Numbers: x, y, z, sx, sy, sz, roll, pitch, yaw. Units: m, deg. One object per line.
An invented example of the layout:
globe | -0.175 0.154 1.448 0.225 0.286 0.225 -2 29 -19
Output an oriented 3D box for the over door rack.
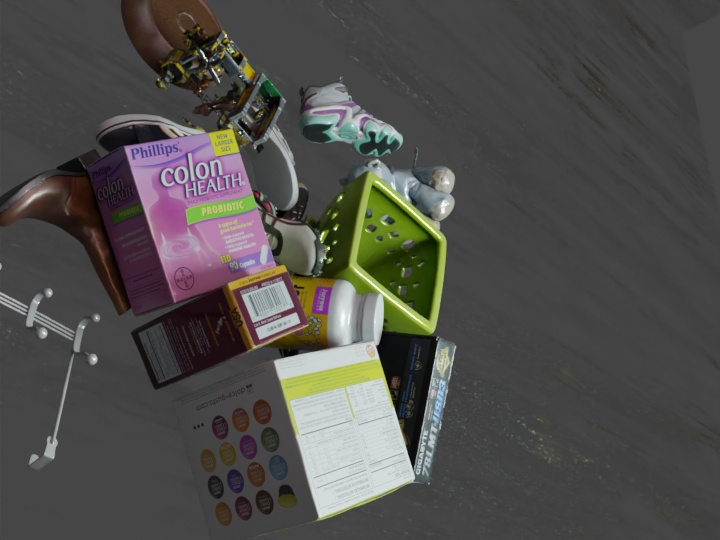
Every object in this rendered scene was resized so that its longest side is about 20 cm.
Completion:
over door rack | -0.378 0.101 1.025 0.148 0.066 0.201 35 46 -32

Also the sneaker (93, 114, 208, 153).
sneaker | -0.276 -0.163 1.287 0.200 0.078 0.080 3 62 -51

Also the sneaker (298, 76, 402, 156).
sneaker | -0.018 -0.289 1.647 0.199 0.078 0.140 11 55 -28

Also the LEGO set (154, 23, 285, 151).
LEGO set | -0.213 -0.247 1.349 0.200 0.153 0.116 57 36 -35

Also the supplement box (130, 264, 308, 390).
supplement box | -0.181 0.074 1.166 0.110 0.200 0.086 -20 86 -53

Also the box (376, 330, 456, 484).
box | 0.029 0.187 1.309 0.050 0.198 0.201 21 77 -46

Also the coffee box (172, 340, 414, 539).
coffee box | -0.085 0.223 1.197 0.200 0.199 0.199 -6 75 -52

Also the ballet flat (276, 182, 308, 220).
ballet flat | -0.129 -0.079 1.428 0.057 0.066 0.200 39 42 -15

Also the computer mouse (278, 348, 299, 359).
computer mouse | -0.043 0.161 1.412 0.200 0.044 0.110 15 58 -45

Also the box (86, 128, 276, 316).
box | -0.227 -0.065 1.184 0.176 0.096 0.201 -19 91 -46

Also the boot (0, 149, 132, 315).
boot | -0.352 -0.032 1.156 0.201 0.068 0.188 64 29 -12

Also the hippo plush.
hippo plush | 0.063 -0.150 1.621 0.160 0.159 0.201 17 58 -45

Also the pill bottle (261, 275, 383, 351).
pill bottle | -0.071 0.061 1.295 0.104 0.199 0.105 3 90 -80

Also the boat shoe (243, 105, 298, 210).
boat shoe | -0.138 -0.175 1.454 0.066 0.072 0.200 12 40 -52

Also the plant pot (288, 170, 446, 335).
plant pot | 0.000 0.000 1.442 0.199 0.181 0.201 39 43 -30

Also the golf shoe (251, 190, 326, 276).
golf shoe | -0.131 -0.046 1.302 0.088 0.078 0.200 -9 33 -45

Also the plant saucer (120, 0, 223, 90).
plant saucer | -0.281 -0.381 1.441 0.200 0.037 0.201 27 51 -40
